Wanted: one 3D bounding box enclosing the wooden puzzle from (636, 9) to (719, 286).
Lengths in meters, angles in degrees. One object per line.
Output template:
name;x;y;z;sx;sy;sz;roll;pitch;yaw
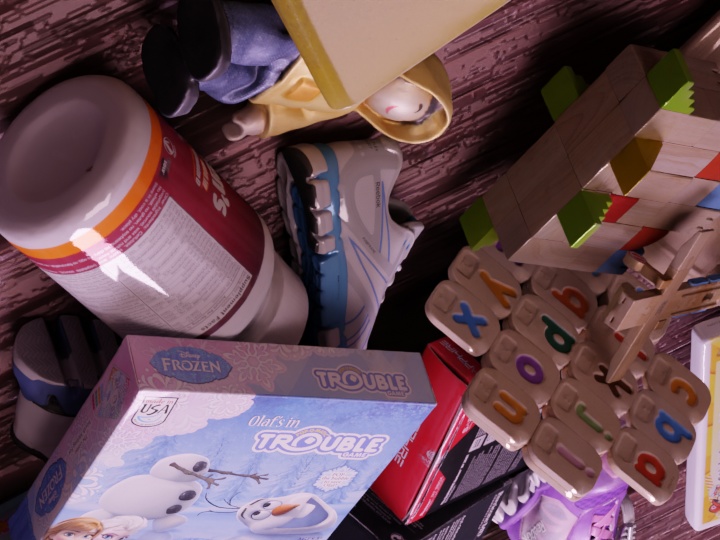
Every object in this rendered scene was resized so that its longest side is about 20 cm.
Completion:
wooden puzzle;0.231;-0.081;1.451;0.200;0.037;0.185;-40;135;18

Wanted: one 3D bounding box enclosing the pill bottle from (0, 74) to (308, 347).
pill bottle;-0.118;-0.015;1.274;0.109;0.110;0.200;-37;136;8

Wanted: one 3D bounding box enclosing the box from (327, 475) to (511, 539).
box;0.005;0.218;1.529;0.141;0.079;0.201;-22;145;-48

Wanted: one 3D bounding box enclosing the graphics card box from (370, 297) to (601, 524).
graphics card box;0.100;0.082;1.462;0.199;0.051;0.126;-19;143;-44

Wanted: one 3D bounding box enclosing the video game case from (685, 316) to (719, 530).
video game case;0.320;0.089;1.586;0.181;0.023;0.201;-17;134;-12

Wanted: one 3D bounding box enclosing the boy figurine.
boy figurine;-0.030;-0.110;1.257;0.199;0.065;0.124;8;142;-43

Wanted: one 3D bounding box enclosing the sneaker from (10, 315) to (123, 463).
sneaker;-0.136;0.093;1.395;0.198;0.081;0.116;6;130;-23

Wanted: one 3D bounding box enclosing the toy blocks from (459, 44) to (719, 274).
toy blocks;0.176;-0.062;1.361;0.136;0.100;0.200;7;140;-39

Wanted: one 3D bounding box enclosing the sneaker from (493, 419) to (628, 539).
sneaker;0.154;0.167;1.532;0.080;0.089;0.200;-23;170;-22

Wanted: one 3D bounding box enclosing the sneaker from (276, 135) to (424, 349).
sneaker;0.000;0.000;1.379;0.086;0.075;0.201;-18;135;-20

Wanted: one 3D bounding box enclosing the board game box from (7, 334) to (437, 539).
board game box;-0.086;0.117;1.334;0.199;0.044;0.199;5;139;-30

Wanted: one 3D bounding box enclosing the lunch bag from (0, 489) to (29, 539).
lunch bag;-0.248;0.261;1.412;0.199;0.171;0.122;-28;129;-1

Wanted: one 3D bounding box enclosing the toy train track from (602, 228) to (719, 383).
toy train track;0.197;0.011;1.416;0.200;0.032;0.115;-7;131;-60

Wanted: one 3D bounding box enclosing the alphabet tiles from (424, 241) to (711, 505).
alphabet tiles;0.133;0.055;1.401;0.195;0.200;0.015;38;132;-4

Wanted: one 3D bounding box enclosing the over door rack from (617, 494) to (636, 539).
over door rack;0.135;0.268;1.678;0.147;0.067;0.201;-11;112;-18

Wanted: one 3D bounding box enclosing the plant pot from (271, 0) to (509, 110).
plant pot;0.003;-0.238;1.088;0.199;0.200;0.177;-33;126;4
